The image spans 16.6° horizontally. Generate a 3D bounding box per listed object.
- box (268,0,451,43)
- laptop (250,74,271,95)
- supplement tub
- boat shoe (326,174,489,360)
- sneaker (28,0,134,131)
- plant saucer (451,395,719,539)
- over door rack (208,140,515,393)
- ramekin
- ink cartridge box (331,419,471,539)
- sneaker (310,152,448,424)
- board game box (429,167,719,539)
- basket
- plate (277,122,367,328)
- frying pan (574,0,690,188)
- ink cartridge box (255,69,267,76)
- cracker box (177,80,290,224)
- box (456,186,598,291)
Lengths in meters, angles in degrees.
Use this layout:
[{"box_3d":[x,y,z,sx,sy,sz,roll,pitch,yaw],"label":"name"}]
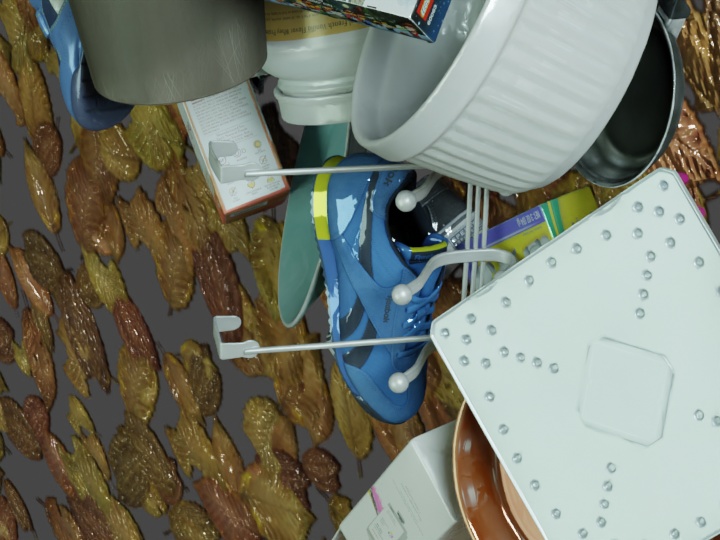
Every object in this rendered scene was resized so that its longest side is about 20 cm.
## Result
[{"box_3d":[0.014,-0.239,1.398,0.136,0.201,0.038,16,170,28],"label":"box"},{"box_3d":[-0.061,-0.235,1.803,0.200,0.103,0.178,150,101,-87],"label":"laptop"},{"box_3d":[-0.013,-0.206,1.596,0.144,0.144,0.201,13,118,57],"label":"supplement tub"},{"box_3d":[0.018,-0.003,1.737,0.068,0.072,0.200,50,146,5],"label":"boat shoe"},{"box_3d":[-0.186,-0.191,1.616,0.082,0.074,0.202,-3,91,34],"label":"sneaker"},{"box_3d":[0.150,0.126,1.537,0.199,0.032,0.202,7,104,31],"label":"plant saucer"},{"box_3d":[0.000,0.000,1.573,0.067,0.198,0.149,-86,-2,-59],"label":"over door rack"},{"box_3d":[0.087,-0.140,1.428,0.200,0.105,0.201,-53,22,32],"label":"ramekin"},{"box_3d":[0.063,0.164,1.731,0.068,0.116,0.200,61,151,15],"label":"ink cartridge box"},{"box_3d":[0.023,0.017,1.649,0.078,0.066,0.201,7,119,35],"label":"sneaker"},{"box_3d":[0.164,0.070,1.484,0.200,0.026,0.201,-35,80,32],"label":"board game box"},{"box_3d":[-0.126,-0.214,1.508,0.180,0.136,0.201,19,128,45],"label":"basket"},{"box_3d":[-0.023,-0.056,1.759,0.200,0.025,0.202,-168,90,-78],"label":"plate"},{"box_3d":[0.163,-0.141,1.450,0.115,0.031,0.191,40,122,51],"label":"frying pan"},{"box_3d":[-0.095,-0.229,1.677,0.083,0.144,0.202,0,102,33],"label":"ink cartridge box"},{"box_3d":[-0.114,-0.139,1.859,0.134,0.057,0.201,142,108,-86],"label":"cracker box"},{"box_3d":[0.140,0.058,1.603,0.117,0.048,0.201,-27,85,60],"label":"box"}]
